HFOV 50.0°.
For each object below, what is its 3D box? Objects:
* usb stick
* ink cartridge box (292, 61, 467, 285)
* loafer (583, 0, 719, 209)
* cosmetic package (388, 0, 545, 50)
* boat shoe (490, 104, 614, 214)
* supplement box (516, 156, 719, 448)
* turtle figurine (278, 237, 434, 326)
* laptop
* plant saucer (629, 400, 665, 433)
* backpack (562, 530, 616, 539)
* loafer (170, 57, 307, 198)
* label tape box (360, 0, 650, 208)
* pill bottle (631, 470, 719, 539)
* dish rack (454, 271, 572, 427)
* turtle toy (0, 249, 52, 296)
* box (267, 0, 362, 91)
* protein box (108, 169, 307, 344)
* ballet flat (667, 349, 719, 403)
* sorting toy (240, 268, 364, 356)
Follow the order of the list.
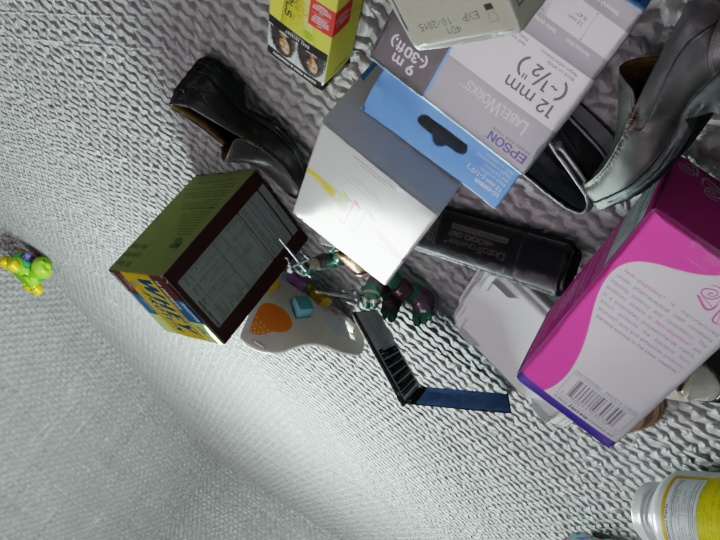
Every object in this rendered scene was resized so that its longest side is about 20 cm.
[{"bbox_3d":[0.131,-0.025,0.797,0.197,0.057,0.032,20,-175,37],"label":"usb stick"},{"bbox_3d":[0.028,-0.093,0.734,0.124,0.129,0.200,37,157,2],"label":"ink cartridge box"},{"bbox_3d":[0.205,-0.117,0.521,0.072,0.073,0.201,42,145,7],"label":"loafer"},{"bbox_3d":[0.079,-0.213,0.370,0.070,0.201,0.106,8,142,49],"label":"cosmetic package"},{"bbox_3d":[0.120,-0.124,0.623,0.199,0.068,0.072,41,156,-4],"label":"boat shoe"},{"bbox_3d":[0.224,0.028,0.613,0.100,0.103,0.202,35,134,8],"label":"supplement box"},{"bbox_3d":[0.000,0.000,0.967,0.198,0.102,0.149,35,180,-33],"label":"turtle figurine"},{"bbox_3d":[0.098,0.115,1.017,0.203,0.114,0.187,60,-173,7],"label":"laptop"},{"bbox_3d":[0.257,0.126,0.904,0.198,0.030,0.202,33,155,17],"label":"plant saucer"},{"bbox_3d":[0.358,0.518,1.215,0.149,0.197,0.182,-16,96,55],"label":"backpack"},{"bbox_3d":[-0.141,-0.153,0.920,0.200,0.073,0.072,44,154,-11],"label":"loafer"},{"bbox_3d":[0.086,-0.146,0.546,0.142,0.066,0.202,37,127,5],"label":"label tape box"},{"bbox_3d":[0.401,0.281,0.866,0.104,0.105,0.199,43,156,-10],"label":"pill bottle"},{"bbox_3d":[0.187,0.082,0.847,0.200,0.043,0.173,46,151,14],"label":"dish rack"},{"bbox_3d":[-1.039,-0.004,2.432,0.197,0.102,0.147,11,144,46],"label":"turtle toy"},{"bbox_3d":[-0.035,-0.246,0.657,0.075,0.050,0.201,37,155,6],"label":"box"},{"bbox_3d":[-0.221,-0.022,1.118,0.196,0.201,0.136,4,139,52],"label":"protein box"},{"bbox_3d":[0.287,0.077,0.725,0.199,0.069,0.068,43,155,-8],"label":"ballet flat"},{"bbox_3d":[-0.074,0.073,1.188,0.177,0.109,0.200,26,-170,-4],"label":"sorting toy"}]
